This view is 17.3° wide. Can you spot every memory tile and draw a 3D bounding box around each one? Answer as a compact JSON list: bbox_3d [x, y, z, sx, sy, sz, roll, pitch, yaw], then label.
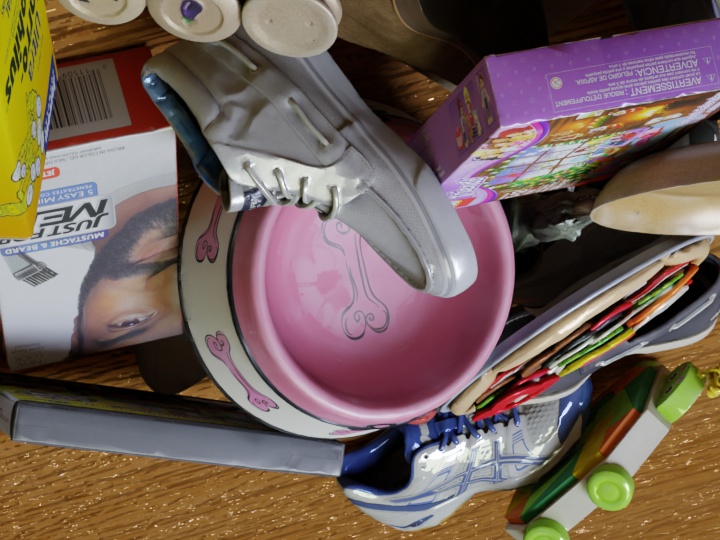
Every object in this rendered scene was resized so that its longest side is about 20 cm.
[{"bbox_3d":[-0.106,-0.167,1.145,0.198,0.017,0.154,9,145,3],"label":"memory tile"}]

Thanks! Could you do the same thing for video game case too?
[{"bbox_3d":[-0.130,0.093,1.439,0.198,0.026,0.181,9,-179,-18],"label":"video game case"}]

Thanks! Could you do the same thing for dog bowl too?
[{"bbox_3d":[0.000,0.000,1.347,0.199,0.202,0.074,0,-177,-26],"label":"dog bowl"}]

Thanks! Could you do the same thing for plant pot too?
[{"bbox_3d":[0.224,-0.047,1.288,0.198,0.028,0.200,-2,173,0],"label":"plant pot"}]

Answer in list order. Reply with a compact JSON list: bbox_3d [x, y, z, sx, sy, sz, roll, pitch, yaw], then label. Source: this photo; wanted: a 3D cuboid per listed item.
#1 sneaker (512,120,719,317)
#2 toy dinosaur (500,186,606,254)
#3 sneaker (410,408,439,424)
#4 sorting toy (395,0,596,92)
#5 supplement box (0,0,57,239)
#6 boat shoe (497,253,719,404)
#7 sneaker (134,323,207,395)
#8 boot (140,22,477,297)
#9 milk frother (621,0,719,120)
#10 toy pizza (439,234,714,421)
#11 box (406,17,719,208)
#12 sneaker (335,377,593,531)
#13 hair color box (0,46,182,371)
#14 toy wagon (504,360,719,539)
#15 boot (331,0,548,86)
[{"bbox_3d":[0.150,-0.039,1.483,0.079,0.074,0.200,17,133,-35],"label":"sneaker"},{"bbox_3d":[0.094,-0.042,1.425,0.047,0.089,0.200,15,164,-13],"label":"toy dinosaur"},{"bbox_3d":[0.012,0.041,1.525,0.097,0.071,0.201,-12,147,-15],"label":"sneaker"},{"bbox_3d":[0.072,-0.182,1.276,0.185,0.037,0.199,-36,148,24],"label":"sorting toy"},{"bbox_3d":[-0.214,-0.116,1.129,0.109,0.110,0.201,3,146,2],"label":"supplement box"},{"bbox_3d":[0.157,0.031,1.584,0.199,0.073,0.063,-16,153,-19],"label":"boat shoe"},{"bbox_3d":[-0.068,0.022,1.445,0.074,0.088,0.200,13,136,-42],"label":"sneaker"},{"bbox_3d":[-0.032,-0.049,1.248,0.095,0.200,0.074,-35,170,-26],"label":"boot"},{"bbox_3d":[0.262,-0.127,1.272,0.187,0.201,0.181,-27,161,-11],"label":"milk frother"},{"bbox_3d":[0.137,0.039,1.448,0.199,0.032,0.200,-31,171,-5],"label":"toy pizza"},{"bbox_3d":[0.107,-0.078,1.231,0.136,0.039,0.200,-10,171,-13],"label":"box"},{"bbox_3d":[0.072,0.121,1.669,0.199,0.076,0.088,-36,143,22],"label":"sneaker"},{"bbox_3d":[-0.161,-0.031,1.344,0.110,0.064,0.201,-13,147,-11],"label":"hair color box"},{"bbox_3d":[0.181,0.119,1.670,0.040,0.155,0.200,41,123,-6],"label":"toy wagon"},{"bbox_3d":[0.042,-0.133,1.255,0.075,0.074,0.200,-1,166,28],"label":"boot"}]
